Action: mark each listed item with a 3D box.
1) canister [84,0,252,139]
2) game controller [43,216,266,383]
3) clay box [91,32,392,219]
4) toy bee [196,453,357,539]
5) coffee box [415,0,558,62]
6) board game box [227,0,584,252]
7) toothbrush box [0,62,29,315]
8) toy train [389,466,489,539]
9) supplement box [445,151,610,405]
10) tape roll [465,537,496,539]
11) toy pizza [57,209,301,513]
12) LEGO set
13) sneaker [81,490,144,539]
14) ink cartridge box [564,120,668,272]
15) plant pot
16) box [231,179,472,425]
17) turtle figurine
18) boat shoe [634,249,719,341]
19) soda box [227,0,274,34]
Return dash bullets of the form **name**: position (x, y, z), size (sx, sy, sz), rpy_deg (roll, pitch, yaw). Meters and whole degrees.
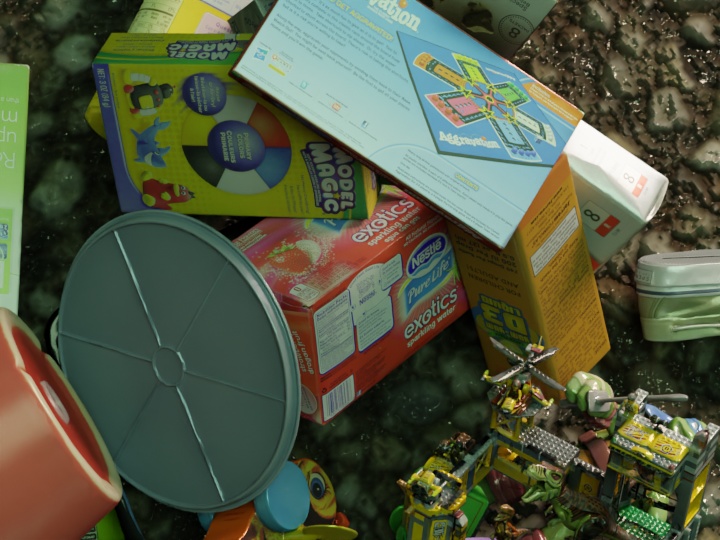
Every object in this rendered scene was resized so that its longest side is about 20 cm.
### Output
- **canister**: position (-0.088, -0.162, 1.434), size (0.148, 0.087, 0.200), rpy_deg (28, 75, -8)
- **game controller**: position (-0.114, 0.038, 1.408), size (0.200, 0.042, 0.105), rpy_deg (-26, 85, -16)
- **clay box**: position (-0.065, -0.093, 1.322), size (0.199, 0.115, 0.048), rpy_deg (2, 34, 15)
- **toy bee**: position (-0.048, 0.163, 1.361), size (0.109, 0.131, 0.200), rpy_deg (49, 66, -34)
- **coffee box**: position (0.025, -0.209, 1.287), size (0.200, 0.113, 0.080), rpy_deg (33, 45, -8)
- **board game box**: position (0.029, -0.108, 1.255), size (0.200, 0.019, 0.103), rpy_deg (33, 81, -9)
- **toothbrush box**: position (-0.298, -0.036, 1.359), size (0.145, 0.086, 0.201), rpy_deg (4, 79, -12)
- **toy train**: position (0.023, 0.221, 1.368), size (0.056, 0.042, 0.200), rpy_deg (25, 100, -13)
- **supplement box**: position (0.111, -0.001, 1.373), size (0.066, 0.200, 0.069), rpy_deg (22, 60, 34)
- **tape roll**: position (0.068, 0.272, 1.328), size (0.199, 0.066, 0.201), rpy_deg (-5, 121, -9)
- **toy pizza**: position (-0.114, 0.057, 1.314), size (0.032, 0.200, 0.201), rpy_deg (-22, 82, -52)
- **LEGO set**: position (0.125, 0.126, 1.257), size (0.200, 0.116, 0.154), rpy_deg (32, 46, 30)
- **sneaker**: position (-0.172, 0.214, 1.332), size (0.078, 0.089, 0.201), rpy_deg (-12, 81, -14)
- **ink cartridge box**: position (0.092, -0.069, 1.413), size (0.200, 0.162, 0.050), rpy_deg (31, 61, -5)
- **plant pot**: position (-0.256, 0.127, 1.254), size (0.177, 0.200, 0.201), rpy_deg (-32, 87, -1)
- **box**: position (0.000, 0.000, 1.366), size (0.095, 0.100, 0.200), rpy_deg (23, 44, 34)
- **turtle figurine**: position (0.150, 0.152, 1.377), size (0.194, 0.200, 0.144), rpy_deg (-23, 117, 6)
- **boat shoe**: position (0.294, 0.017, 1.501), size (0.199, 0.072, 0.062), rpy_deg (-2, 103, -10)
- **soda box**: position (0.014, -0.189, 1.388), size (0.200, 0.068, 0.064), rpy_deg (-29, 94, -21)
